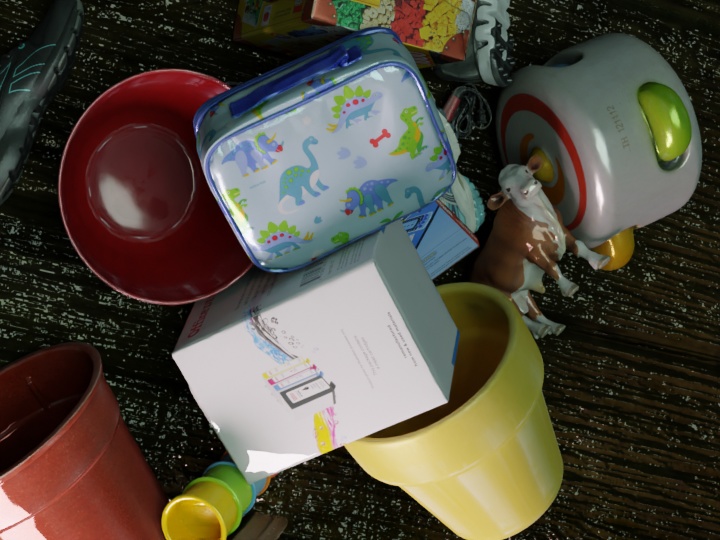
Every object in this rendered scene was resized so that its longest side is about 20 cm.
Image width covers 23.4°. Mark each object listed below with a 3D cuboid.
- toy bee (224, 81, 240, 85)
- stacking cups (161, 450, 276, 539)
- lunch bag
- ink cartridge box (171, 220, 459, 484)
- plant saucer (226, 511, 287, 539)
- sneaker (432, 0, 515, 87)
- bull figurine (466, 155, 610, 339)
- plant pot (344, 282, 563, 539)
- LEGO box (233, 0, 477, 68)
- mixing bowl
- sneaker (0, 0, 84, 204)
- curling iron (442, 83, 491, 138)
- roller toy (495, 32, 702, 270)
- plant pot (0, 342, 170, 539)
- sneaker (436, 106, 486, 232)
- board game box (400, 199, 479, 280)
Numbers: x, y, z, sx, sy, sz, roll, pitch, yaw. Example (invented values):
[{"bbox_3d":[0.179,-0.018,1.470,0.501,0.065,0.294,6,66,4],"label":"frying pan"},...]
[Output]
[{"bbox_3d":[-0.053,-0.078,1.581,0.199,0.109,0.132,25,87,-22],"label":"toy bee"},{"bbox_3d":[-0.110,0.183,1.545,0.060,0.200,0.061,6,111,17],"label":"stacking cups"},{"bbox_3d":[-0.030,-0.103,1.444,0.199,0.083,0.161,-26,128,3],"label":"lunch bag"},{"bbox_3d":[-0.036,0.063,1.516,0.199,0.147,0.145,-24,108,16],"label":"ink cartridge box"},{"bbox_3d":[-0.147,0.278,1.534,0.200,0.200,0.030,-40,91,-14],"label":"plant saucer"},{"bbox_3d":[0.101,-0.265,1.645,0.066,0.090,0.201,38,53,-59],"label":"sneaker"},{"bbox_3d":[0.159,-0.015,1.627,0.065,0.200,0.121,-34,71,-30],"label":"bull figurine"},{"bbox_3d":[0.096,0.147,1.626,0.201,0.201,0.189,-42,123,-13],"label":"plant pot"},{"bbox_3d":[-0.007,-0.231,1.534,0.148,0.200,0.078,12,87,-22],"label":"LEGO box"},{"bbox_3d":[-0.180,-0.076,1.529,0.199,0.108,0.202,-2,96,-23],"label":"mixing bowl"},{"bbox_3d":[-0.301,-0.157,1.492,0.079,0.075,0.201,24,73,-2],"label":"sneaker"},{"bbox_3d":[0.064,-0.091,1.670,0.049,0.026,0.201,34,82,-18],"label":"curling iron"},{"bbox_3d":[0.218,-0.118,1.645,0.139,0.183,0.201,-24,143,-22],"label":"roller toy"},{"bbox_3d":[-0.256,0.200,1.491,0.200,0.201,0.196,-38,116,-14],"label":"plant pot"},{"bbox_3d":[0.048,-0.087,1.589,0.086,0.077,0.200,-47,129,-21],"label":"sneaker"},{"bbox_3d":[0.000,0.000,1.594,0.200,0.019,0.103,-36,124,18],"label":"board game box"}]
